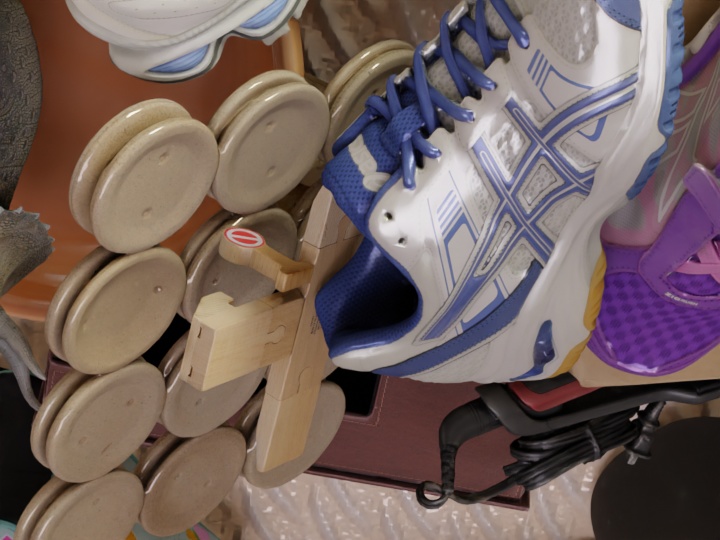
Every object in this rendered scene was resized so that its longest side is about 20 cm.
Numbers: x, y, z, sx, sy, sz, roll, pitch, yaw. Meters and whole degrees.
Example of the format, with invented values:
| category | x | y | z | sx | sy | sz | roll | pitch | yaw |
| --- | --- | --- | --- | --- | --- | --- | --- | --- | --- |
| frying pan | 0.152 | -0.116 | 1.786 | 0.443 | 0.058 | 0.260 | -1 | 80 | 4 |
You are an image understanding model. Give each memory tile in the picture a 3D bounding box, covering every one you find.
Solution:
| category | x | y | z | sx | sy | sz | roll | pitch | yaw |
| --- | --- | --- | --- | --- | --- | --- | --- | --- | --- |
| memory tile | -0.049 | 0.015 | 0.818 | 0.017 | 0.153 | 0.200 | 40 | 133 | 29 |

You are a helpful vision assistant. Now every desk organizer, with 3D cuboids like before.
| category | x | y | z | sx | sy | sz | roll | pitch | yaw |
| --- | --- | --- | --- | --- | --- | --- | --- | --- | --- |
| desk organizer | -0.023 | 0.028 | 0.941 | 0.199 | 0.072 | 0.077 | 10 | 130 | -3 |

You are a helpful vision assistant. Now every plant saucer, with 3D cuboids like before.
| category | x | y | z | sx | sy | sz | roll | pitch | yaw |
| --- | --- | --- | --- | --- | --- | --- | --- | --- | --- |
| plant saucer | -0.112 | -0.079 | 0.839 | 0.200 | 0.037 | 0.201 | 6 | 114 | 15 |

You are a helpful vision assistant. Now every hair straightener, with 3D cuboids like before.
| category | x | y | z | sx | sy | sz | roll | pitch | yaw |
| --- | --- | --- | --- | --- | --- | --- | --- | --- | --- |
| hair straightener | 0.106 | 0.054 | 0.905 | 0.200 | 0.041 | 0.077 | -24 | 137 | -23 |

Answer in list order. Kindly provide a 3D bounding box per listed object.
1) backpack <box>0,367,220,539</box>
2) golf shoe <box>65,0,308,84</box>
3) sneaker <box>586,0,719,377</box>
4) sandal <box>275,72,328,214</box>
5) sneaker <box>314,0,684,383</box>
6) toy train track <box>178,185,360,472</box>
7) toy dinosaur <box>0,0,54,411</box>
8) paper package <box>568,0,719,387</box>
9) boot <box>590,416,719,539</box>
| category | x | y | z | sx | sy | sz | roll | pitch | yaw |
| --- | --- | --- | --- | --- | --- | --- | --- | --- | --- |
| backpack | -0.148 | 0.153 | 1.013 | 0.176 | 0.154 | 0.200 | -20 | 139 | 28 |
| golf shoe | -0.010 | -0.141 | 0.725 | 0.200 | 0.078 | 0.097 | -42 | 158 | -3 |
| sneaker | 0.120 | -0.029 | 0.724 | 0.080 | 0.089 | 0.200 | 19 | 132 | -14 |
| sandal | -0.031 | -0.030 | 0.888 | 0.211 | 0.070 | 0.078 | 13 | 132 | -5 |
| sneaker | 0.036 | -0.038 | 0.715 | 0.088 | 0.075 | 0.200 | -4 | 131 | -18 |
| toy train track | 0.000 | 0.000 | 0.825 | 0.032 | 0.200 | 0.115 | 29 | 118 | 28 |
| toy dinosaur | -0.148 | -0.057 | 0.810 | 0.102 | 0.077 | 0.201 | 4 | 98 | -1 |
| paper package | 0.154 | -0.066 | 0.814 | 0.190 | 0.104 | 0.200 | -4 | 131 | 9 |
| boot | 0.182 | 0.085 | 0.973 | 0.075 | 0.074 | 0.200 | -4 | 165 | -46 |
